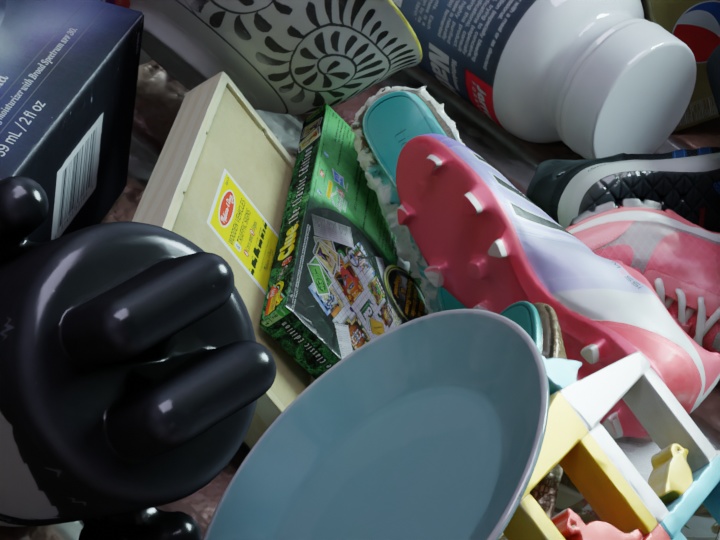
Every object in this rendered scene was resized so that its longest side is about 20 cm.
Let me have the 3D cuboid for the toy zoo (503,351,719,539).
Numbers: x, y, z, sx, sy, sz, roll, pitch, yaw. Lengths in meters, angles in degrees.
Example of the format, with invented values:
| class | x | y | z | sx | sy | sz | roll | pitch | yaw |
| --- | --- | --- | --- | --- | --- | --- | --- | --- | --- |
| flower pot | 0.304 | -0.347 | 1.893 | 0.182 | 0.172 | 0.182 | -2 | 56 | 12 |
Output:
| class | x | y | z | sx | sy | sz | roll | pitch | yaw |
| --- | --- | --- | --- | --- | --- | --- | --- | --- | --- |
| toy zoo | 0.131 | 0.122 | 0.970 | 0.200 | 0.020 | 0.131 | 52 | 42 | -1 |

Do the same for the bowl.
| class | x | y | z | sx | sy | sz | roll | pitch | yaw |
| --- | --- | --- | --- | --- | --- | --- | --- | --- | --- |
| bowl | -0.071 | -0.147 | 1.224 | 0.201 | 0.201 | 0.094 | 35 | 82 | 30 |

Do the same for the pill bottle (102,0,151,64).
| class | x | y | z | sx | sy | sz | roll | pitch | yaw |
| --- | --- | --- | --- | --- | --- | --- | --- | --- | --- |
| pill bottle | -0.215 | -0.192 | 1.329 | 0.200 | 0.113 | 0.113 | 7 | 35 | -7 |

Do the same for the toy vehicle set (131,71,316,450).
| class | x | y | z | sx | sy | sz | roll | pitch | yaw |
| --- | --- | --- | --- | --- | --- | --- | --- | --- | --- |
| toy vehicle set | -0.059 | -0.006 | 1.106 | 0.124 | 0.026 | 0.200 | 52 | 24 | -21 |

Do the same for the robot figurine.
| class | x | y | z | sx | sy | sz | roll | pitch | yaw |
| --- | --- | --- | --- | --- | --- | --- | --- | --- | --- |
| robot figurine | -0.125 | 0.048 | 0.948 | 0.125 | 0.200 | 0.151 | 18 | 70 | -34 |

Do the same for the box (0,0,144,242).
| class | x | y | z | sx | sy | sz | roll | pitch | yaw |
| --- | --- | --- | --- | --- | --- | --- | --- | --- | --- |
| box | -0.242 | -0.071 | 1.141 | 0.198 | 0.123 | 0.200 | 15 | 34 | 7 |

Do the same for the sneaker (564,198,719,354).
| class | x | y | z | sx | sy | sz | roll | pitch | yaw |
| --- | --- | --- | --- | --- | --- | --- | --- | --- | --- |
| sneaker | 0.185 | 0.016 | 1.185 | 0.200 | 0.074 | 0.087 | 2 | 37 | -14 |

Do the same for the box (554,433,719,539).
| class | x | y | z | sx | sy | sz | roll | pitch | yaw |
| --- | --- | --- | --- | --- | --- | --- | --- | --- | --- |
| box | 0.079 | 0.099 | 1.064 | 0.200 | 0.039 | 0.041 | 9 | 34 | -4 |

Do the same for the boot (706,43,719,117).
| class | x | y | z | sx | sy | sz | roll | pitch | yaw |
| --- | --- | --- | --- | --- | --- | --- | --- | --- | --- |
| boot | 0.287 | -0.046 | 1.202 | 0.200 | 0.076 | 0.168 | 17 | 47 | -14 |

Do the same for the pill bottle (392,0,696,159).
| class | x | y | z | sx | sy | sz | roll | pitch | yaw |
| --- | --- | --- | --- | --- | --- | --- | --- | --- | --- |
| pill bottle | 0.106 | -0.149 | 1.356 | 0.119 | 0.120 | 0.200 | -19 | 45 | -37 |

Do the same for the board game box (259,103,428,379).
| class | x | y | z | sx | sy | sz | roll | pitch | yaw |
| --- | --- | --- | --- | --- | --- | --- | --- | --- | --- |
| board game box | 0.000 | 0.000 | 1.148 | 0.105 | 0.023 | 0.200 | 43 | 28 | -20 |

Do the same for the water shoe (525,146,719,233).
| class | x | y | z | sx | sy | sz | roll | pitch | yaw |
| --- | --- | --- | --- | --- | --- | --- | --- | --- | --- |
| water shoe | 0.190 | -0.046 | 1.274 | 0.200 | 0.072 | 0.079 | 2 | 15 | -31 |

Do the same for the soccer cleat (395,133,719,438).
| class | x | y | z | sx | sy | sz | roll | pitch | yaw |
| --- | --- | --- | --- | --- | --- | --- | --- | --- | --- |
| soccer cleat | 0.097 | 0.003 | 1.102 | 0.076 | 0.067 | 0.200 | -21 | 58 | -44 |

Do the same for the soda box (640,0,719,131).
| class | x | y | z | sx | sy | sz | roll | pitch | yaw |
| --- | --- | --- | --- | --- | --- | --- | --- | --- | --- |
| soda box | 0.200 | -0.190 | 1.368 | 0.064 | 0.200 | 0.068 | -18 | 39 | -3 |

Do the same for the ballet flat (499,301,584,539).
| class | x | y | z | sx | sy | sz | roll | pitch | yaw |
| --- | --- | --- | --- | --- | --- | --- | --- | --- | --- |
| ballet flat | 0.072 | 0.108 | 0.999 | 0.065 | 0.070 | 0.200 | 32 | 56 | -21 |

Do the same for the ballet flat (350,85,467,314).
| class | x | y | z | sx | sy | sz | roll | pitch | yaw |
| --- | --- | --- | --- | --- | --- | --- | --- | --- | --- |
| ballet flat | 0.057 | -0.008 | 1.165 | 0.072 | 0.072 | 0.200 | -13 | 70 | -31 |

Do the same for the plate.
| class | x | y | z | sx | sy | sz | roll | pitch | yaw |
| --- | --- | --- | --- | --- | --- | --- | --- | --- | --- |
| plate | 0.007 | 0.103 | 0.947 | 0.026 | 0.200 | 0.200 | 44 | 23 | -27 |
